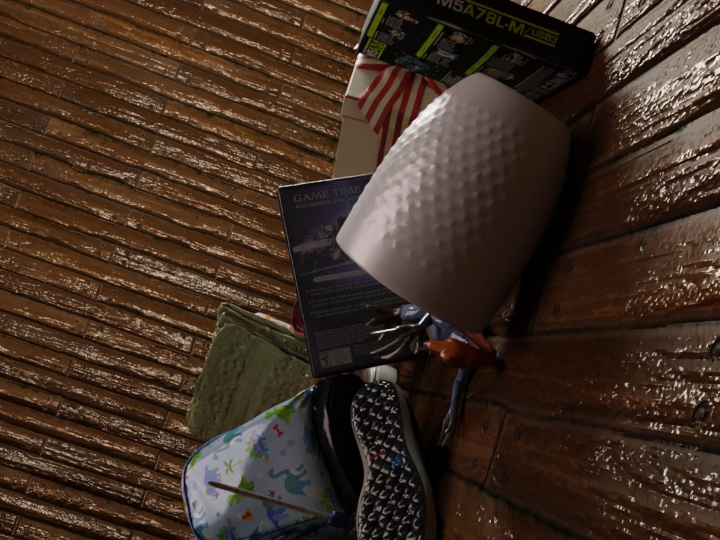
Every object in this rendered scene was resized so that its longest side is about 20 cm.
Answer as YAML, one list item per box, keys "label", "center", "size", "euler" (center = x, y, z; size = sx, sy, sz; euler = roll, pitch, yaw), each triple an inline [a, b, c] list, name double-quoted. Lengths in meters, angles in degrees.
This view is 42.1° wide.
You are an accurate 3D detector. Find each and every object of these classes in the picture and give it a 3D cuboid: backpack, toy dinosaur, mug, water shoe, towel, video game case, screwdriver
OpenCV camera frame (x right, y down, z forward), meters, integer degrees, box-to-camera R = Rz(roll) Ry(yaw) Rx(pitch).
- label: "backpack"
  center: [-0.080, 0.213, 0.938]
  size: [0.199, 0.153, 0.165]
  euler: [-31, 64, 32]
- label: "toy dinosaur"
  center: [0.075, 0.046, 0.846]
  size: [0.181, 0.105, 0.201]
  euler: [-11, 48, 62]
- label: "mug"
  center: [0.079, -0.071, 0.787]
  size: [0.176, 0.147, 0.200]
  euler: [-58, 23, 10]
- label: "water shoe"
  center: [0.040, 0.194, 0.834]
  size: [0.079, 0.071, 0.201]
  euler: [49, -152, -47]
- label: "towel"
  center: [-0.124, 0.144, 1.107]
  size: [0.036, 0.147, 0.201]
  euler: [-46, -20, -60]
- label: "video game case"
  center: [0.000, 0.000, 0.973]
  size: [0.019, 0.141, 0.202]
  euler: [125, 134, -71]
- label: "screwdriver"
  center: [-0.042, 0.216, 0.824]
  size: [0.028, 0.198, 0.029]
  euler: [-63, 25, 16]

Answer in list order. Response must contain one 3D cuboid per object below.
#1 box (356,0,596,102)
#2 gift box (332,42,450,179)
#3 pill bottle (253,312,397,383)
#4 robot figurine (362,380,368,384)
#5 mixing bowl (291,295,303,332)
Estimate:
- label: "box"
  center: [0.100, -0.217, 0.893]
  size: [0.200, 0.191, 0.048]
  euler: [-179, 110, -84]
- label: "gift box"
  center: [0.067, -0.204, 1.259]
  size: [0.188, 0.183, 0.201]
  euler: [103, 177, -50]
- label: "pill bottle"
  center: [-0.061, 0.138, 1.195]
  size: [0.114, 0.198, 0.115]
  euler: [-160, 90, -84]
- label: "robot figurine"
  center: [-0.027, 0.217, 1.068]
  size: [0.144, 0.116, 0.201]
  euler: [57, 133, 46]
- label: "mixing bowl"
  center: [0.025, 0.022, 1.070]
  size: [0.200, 0.108, 0.201]
  euler: [-46, -18, -19]
